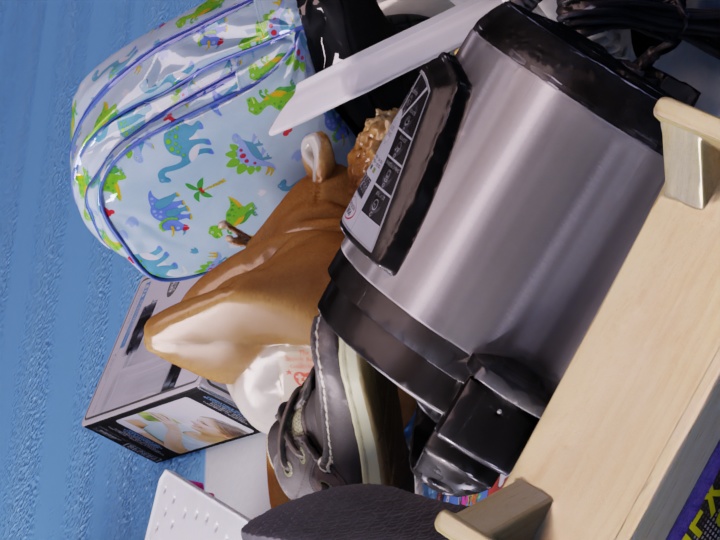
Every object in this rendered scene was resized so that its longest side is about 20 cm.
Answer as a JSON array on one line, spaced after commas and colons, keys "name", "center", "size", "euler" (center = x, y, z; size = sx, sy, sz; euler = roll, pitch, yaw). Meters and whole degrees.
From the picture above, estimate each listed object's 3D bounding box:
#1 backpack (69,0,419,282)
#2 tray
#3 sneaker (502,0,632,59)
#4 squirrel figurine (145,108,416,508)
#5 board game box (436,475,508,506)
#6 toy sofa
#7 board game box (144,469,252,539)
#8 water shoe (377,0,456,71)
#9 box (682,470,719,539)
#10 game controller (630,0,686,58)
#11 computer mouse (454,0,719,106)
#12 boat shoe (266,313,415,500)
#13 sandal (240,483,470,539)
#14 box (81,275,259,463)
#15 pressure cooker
[{"name": "backpack", "center": [-0.076, -0.082, 1.649], "size": [0.200, 0.163, 0.154], "euler": [-10, 49, 18]}, {"name": "tray", "center": [0.046, -0.130, 1.545], "size": [0.200, 0.022, 0.107], "euler": [-27, 3, -27]}, {"name": "sneaker", "center": [0.114, -0.138, 1.428], "size": [0.074, 0.087, 0.200], "euler": [-13, 11, 15]}, {"name": "squirrel figurine", "center": [0.000, 0.000, 1.520], "size": [0.200, 0.142, 0.187], "euler": [-34, 20, 27]}, {"name": "board game box", "center": [0.062, 0.128, 1.328], "size": [0.103, 0.019, 0.200], "euler": [-40, 28, 46]}, {"name": "toy sofa", "center": [0.125, 0.044, 1.084], "size": [0.083, 0.098, 0.200], "euler": [28, 89, 46]}, {"name": "board game box", "center": [-0.092, 0.220, 1.509], "size": [0.200, 0.026, 0.201], "euler": [-164, 87, -71]}, {"name": "water shoe", "center": [0.005, -0.151, 1.780], "size": [0.200, 0.071, 0.079], "euler": [-28, 36, 57]}, {"name": "box", "center": [0.152, 0.102, 1.097], "size": [0.200, 0.044, 0.160], "euler": [-59, 20, 7]}, {"name": "game controller", "center": [0.157, -0.192, 1.406], "size": [0.200, 0.042, 0.105], "euler": [-67, -15, -49]}, {"name": "computer mouse", "center": [0.098, -0.077, 1.358], "size": [0.200, 0.140, 0.046], "euler": [-34, 50, 51]}, {"name": "boat shoe", "center": [-0.013, 0.087, 1.356], "size": [0.201, 0.066, 0.072], "euler": [79, -167, -56]}, {"name": "sandal", "center": [0.023, 0.131, 1.247], "size": [0.200, 0.076, 0.043], "euler": [4, 108, 44]}, {"name": "box", "center": [-0.095, 0.048, 1.775], "size": [0.200, 0.060, 0.117], "euler": [-19, 46, 62]}, {"name": "pressure cooker", "center": [0.080, 0.007, 1.219], "size": [0.179, 0.176, 0.200], "euler": [38, 101, 38]}]
